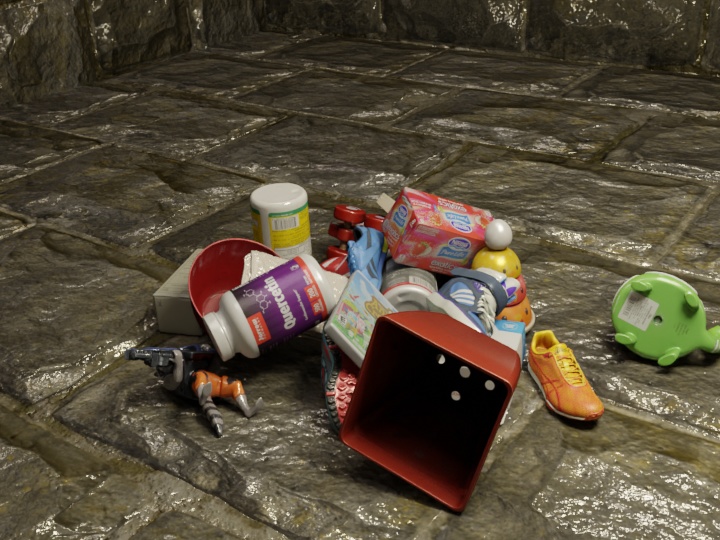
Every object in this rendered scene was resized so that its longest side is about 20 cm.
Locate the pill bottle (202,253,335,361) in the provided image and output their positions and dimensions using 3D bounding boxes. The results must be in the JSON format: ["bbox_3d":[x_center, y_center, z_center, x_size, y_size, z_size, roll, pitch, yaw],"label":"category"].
[{"bbox_3d":[-0.144,0.063,1.390,0.198,0.114,0.112,-28,32,-15],"label":"pill bottle"}]

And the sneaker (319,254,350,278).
[{"bbox_3d":[-0.040,0.043,1.638,0.111,0.072,0.201,-9,38,31],"label":"sneaker"}]

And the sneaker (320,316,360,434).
[{"bbox_3d":[-0.022,0.174,1.367,0.078,0.096,0.203,3,51,-9],"label":"sneaker"}]

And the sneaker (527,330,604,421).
[{"bbox_3d":[0.309,0.161,1.354,0.072,0.078,0.200,-9,29,-15],"label":"sneaker"}]

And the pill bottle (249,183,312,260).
[{"bbox_3d":[-0.150,-0.055,1.694,0.111,0.203,0.113,-3,26,1],"label":"pill bottle"}]

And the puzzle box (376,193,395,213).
[{"bbox_3d":[0.126,-0.069,1.742,0.133,0.026,0.200,30,14,-51],"label":"puzzle box"}]

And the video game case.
[{"bbox_3d":[0.037,0.113,1.385,0.022,0.200,0.183,-39,12,27],"label":"video game case"}]

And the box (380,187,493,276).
[{"bbox_3d":[0.148,-0.062,1.570,0.197,0.096,0.101,13,39,-29],"label":"box"}]

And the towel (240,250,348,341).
[{"bbox_3d":[-0.112,0.045,1.504,0.197,0.035,0.134,14,55,-16],"label":"towel"}]

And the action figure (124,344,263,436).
[{"bbox_3d":[-0.273,0.175,1.368,0.198,0.107,0.192,7,8,-43],"label":"action figure"}]

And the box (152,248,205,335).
[{"bbox_3d":[-0.306,0.037,1.666,0.093,0.079,0.200,5,28,15],"label":"box"}]

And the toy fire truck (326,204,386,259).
[{"bbox_3d":[0.034,-0.065,1.817,0.198,0.114,0.167,20,16,36],"label":"toy fire truck"}]

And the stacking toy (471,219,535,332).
[{"bbox_3d":[0.232,0.009,1.524,0.143,0.203,0.147,-3,26,1],"label":"stacking toy"}]

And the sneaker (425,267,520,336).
[{"bbox_3d":[0.199,0.053,1.395,0.145,0.082,0.200,-27,23,-8],"label":"sneaker"}]

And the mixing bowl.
[{"bbox_3d":[-0.216,0.057,1.537,0.197,0.109,0.203,13,55,-19],"label":"mixing bowl"}]

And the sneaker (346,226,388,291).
[{"bbox_3d":[0.000,0.000,1.563,0.077,0.066,0.202,24,44,-13],"label":"sneaker"}]

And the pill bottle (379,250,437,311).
[{"bbox_3d":[0.083,0.036,1.585,0.112,0.116,0.201,-2,26,2],"label":"pill bottle"}]

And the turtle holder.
[{"bbox_3d":[0.508,0.071,1.443,0.182,0.144,0.131,-3,8,20],"label":"turtle holder"}]

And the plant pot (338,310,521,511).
[{"bbox_3d":[0.116,0.166,1.212,0.198,0.203,0.176,26,24,19],"label":"plant pot"}]

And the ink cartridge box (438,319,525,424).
[{"bbox_3d":[0.190,0.153,1.391,0.114,0.069,0.200,5,28,18],"label":"ink cartridge box"}]
